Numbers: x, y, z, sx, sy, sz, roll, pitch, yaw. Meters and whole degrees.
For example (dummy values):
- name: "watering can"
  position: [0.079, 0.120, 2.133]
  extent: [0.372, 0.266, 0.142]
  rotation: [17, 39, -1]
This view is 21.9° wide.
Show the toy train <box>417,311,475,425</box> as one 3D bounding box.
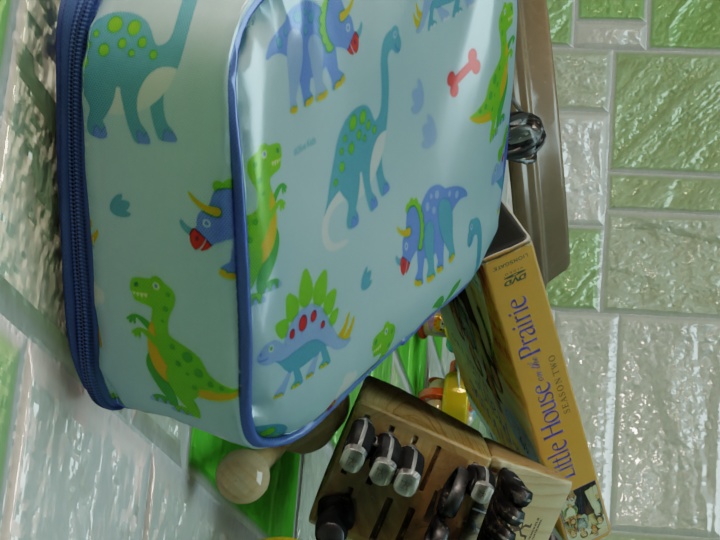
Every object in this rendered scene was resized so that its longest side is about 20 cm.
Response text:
- name: "toy train"
  position: [0.080, 0.073, 1.676]
  extent: [0.151, 0.055, 0.201]
  rotation: [-78, 171, -57]

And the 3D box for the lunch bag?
- name: "lunch bag"
  position: [-0.017, -0.050, 0.610]
  extent: [0.200, 0.082, 0.162]
  rotation: [-40, 136, -52]

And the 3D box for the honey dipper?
- name: "honey dipper"
  position: [-0.038, 0.075, 0.842]
  extent: [0.200, 0.038, 0.038]
  rotation: [-31, 124, -80]

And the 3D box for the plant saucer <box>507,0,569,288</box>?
- name: "plant saucer"
  position: [0.088, -0.084, 0.980]
  extent: [0.200, 0.029, 0.201]
  rotation: [-6, 90, -85]

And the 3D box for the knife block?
- name: "knife block"
  position: [0.008, 0.095, 0.888]
  extent: [0.175, 0.200, 0.064]
  rotation: [23, 92, -44]

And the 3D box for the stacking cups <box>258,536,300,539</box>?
- name: "stacking cups"
  position: [-0.046, 0.163, 0.709]
  extent: [0.200, 0.060, 0.061]
  rotation: [-56, 148, -76]

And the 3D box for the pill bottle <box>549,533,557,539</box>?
- name: "pill bottle"
  position: [0.103, 0.236, 1.337]
  extent: [0.112, 0.199, 0.113]
  rotation: [3, 90, -82]

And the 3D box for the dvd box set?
- name: "dvd box set"
  position: [0.071, 0.031, 0.970]
  extent: [0.146, 0.029, 0.201]
  rotation: [-122, -170, -53]

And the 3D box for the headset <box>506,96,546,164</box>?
- name: "headset"
  position: [0.016, -0.102, 0.866]
  extent: [0.200, 0.094, 0.124]
  rotation: [45, -29, 44]
